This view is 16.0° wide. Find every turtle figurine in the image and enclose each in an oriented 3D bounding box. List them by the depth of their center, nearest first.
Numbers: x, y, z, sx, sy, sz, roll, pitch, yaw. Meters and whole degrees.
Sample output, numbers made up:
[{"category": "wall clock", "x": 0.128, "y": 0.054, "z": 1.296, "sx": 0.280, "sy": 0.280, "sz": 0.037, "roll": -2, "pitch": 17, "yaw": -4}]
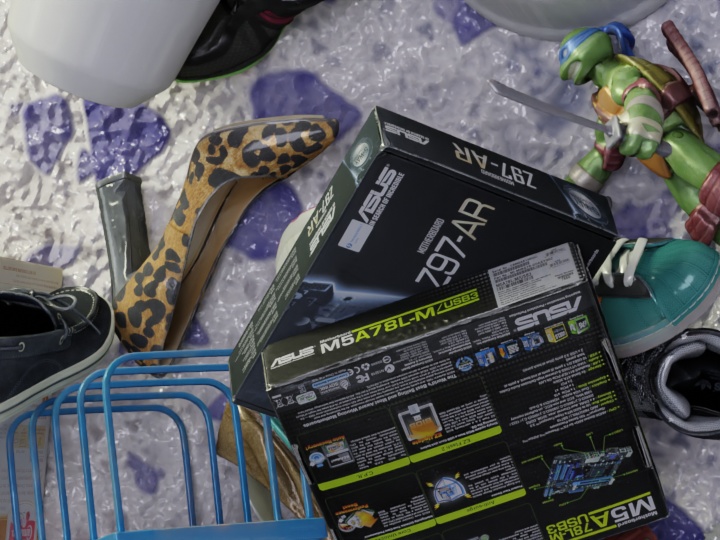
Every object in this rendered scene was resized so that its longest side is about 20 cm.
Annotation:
[{"category": "turtle figurine", "x": 0.168, "y": -0.050, "z": 1.598, "sx": 0.194, "sy": 0.200, "sz": 0.144, "roll": 40, "pitch": 131, "yaw": 11}]

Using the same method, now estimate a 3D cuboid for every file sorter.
[{"category": "file sorter", "x": -0.130, "y": 0.129, "z": 1.619, "sx": 0.138, "sy": 0.200, "sz": 0.123, "roll": -1, "pitch": 76, "yaw": -27}]

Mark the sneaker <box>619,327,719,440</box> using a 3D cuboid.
[{"category": "sneaker", "x": 0.178, "y": 0.062, "z": 1.597, "sx": 0.199, "sy": 0.114, "sz": 0.076, "roll": 8, "pitch": 87, "yaw": 16}]

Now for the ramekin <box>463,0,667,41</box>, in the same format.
[{"category": "ramekin", "x": 0.126, "y": -0.254, "z": 1.645, "sx": 0.200, "sy": 0.098, "sz": 0.201, "roll": -1, "pitch": 85, "yaw": 15}]

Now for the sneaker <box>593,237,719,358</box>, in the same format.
[{"category": "sneaker", "x": 0.129, "y": 0.006, "z": 1.571, "sx": 0.200, "sy": 0.080, "sz": 0.072, "roll": -13, "pitch": 40, "yaw": 42}]

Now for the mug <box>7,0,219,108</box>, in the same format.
[{"category": "mug", "x": -0.149, "y": -0.192, "z": 1.671, "sx": 0.149, "sy": 0.186, "sz": 0.154, "roll": 27, "pitch": 104, "yaw": 16}]

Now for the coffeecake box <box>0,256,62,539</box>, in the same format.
[{"category": "coffeecake box", "x": -0.266, "y": 0.090, "z": 1.699, "sx": 0.073, "sy": 0.153, "sz": 0.201, "roll": 3, "pitch": 86, "yaw": 16}]

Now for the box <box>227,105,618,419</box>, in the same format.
[{"category": "box", "x": 0.035, "y": 0.017, "z": 1.518, "sx": 0.160, "sy": 0.044, "sz": 0.200, "roll": 21, "pitch": 120, "yaw": -20}]

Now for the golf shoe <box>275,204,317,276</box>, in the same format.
[{"category": "golf shoe", "x": 0.000, "y": 0.000, "z": 1.624, "sx": 0.075, "sy": 0.200, "sz": 0.092, "roll": 21, "pitch": 62, "yaw": -23}]

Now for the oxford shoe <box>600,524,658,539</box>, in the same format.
[{"category": "oxford shoe", "x": 0.115, "y": 0.158, "z": 1.633, "sx": 0.070, "sy": 0.075, "sz": 0.200, "roll": -40, "pitch": 55, "yaw": -12}]

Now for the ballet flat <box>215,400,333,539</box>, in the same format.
[{"category": "ballet flat", "x": -0.024, "y": 0.161, "z": 1.678, "sx": 0.200, "sy": 0.068, "sz": 0.072, "roll": 43, "pitch": 118, "yaw": 15}]

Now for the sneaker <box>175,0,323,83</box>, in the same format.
[{"category": "sneaker", "x": -0.058, "y": -0.195, "z": 1.698, "sx": 0.200, "sy": 0.084, "sz": 0.077, "roll": -32, "pitch": 77, "yaw": 14}]

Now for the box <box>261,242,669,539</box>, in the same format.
[{"category": "box", "x": 0.065, "y": 0.097, "z": 1.523, "sx": 0.199, "sy": 0.194, "sz": 0.048, "roll": -19, "pitch": 37, "yaw": 6}]

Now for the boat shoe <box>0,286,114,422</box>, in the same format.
[{"category": "boat shoe", "x": -0.211, "y": 0.040, "z": 1.619, "sx": 0.074, "sy": 0.200, "sz": 0.063, "roll": 4, "pitch": 107, "yaw": 20}]

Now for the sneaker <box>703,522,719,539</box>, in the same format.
[{"category": "sneaker", "x": 0.283, "y": 0.167, "z": 1.582, "sx": 0.099, "sy": 0.070, "sz": 0.200, "roll": 20, "pitch": 118, "yaw": -24}]

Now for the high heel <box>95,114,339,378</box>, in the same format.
[{"category": "high heel", "x": -0.085, "y": -0.017, "z": 1.694, "sx": 0.199, "sy": 0.071, "sz": 0.143, "roll": -20, "pitch": 74, "yaw": 30}]
